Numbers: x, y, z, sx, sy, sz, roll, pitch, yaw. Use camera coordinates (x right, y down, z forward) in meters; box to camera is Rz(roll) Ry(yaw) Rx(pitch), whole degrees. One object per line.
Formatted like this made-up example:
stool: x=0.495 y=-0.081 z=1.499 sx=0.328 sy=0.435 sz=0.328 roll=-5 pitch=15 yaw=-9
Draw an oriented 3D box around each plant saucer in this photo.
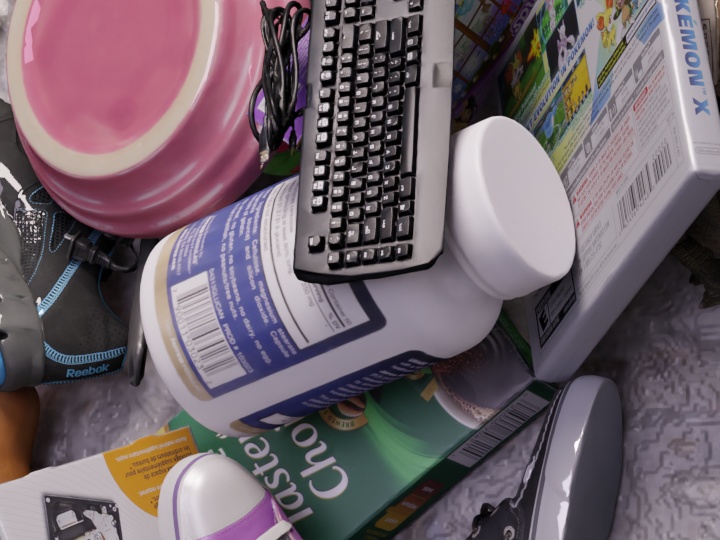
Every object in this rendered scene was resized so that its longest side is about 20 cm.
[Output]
plant saucer: x=-0.117 y=-0.119 z=1.244 sx=0.199 sy=0.051 sz=0.202 roll=-7 pitch=77 yaw=35

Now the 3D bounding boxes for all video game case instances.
video game case: x=0.114 y=-0.072 z=1.130 sx=0.022 sy=0.200 sz=0.184 roll=3 pitch=60 yaw=-16

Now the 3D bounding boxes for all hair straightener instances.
hair straightener: x=-0.123 y=-0.027 z=1.284 sx=0.076 sy=0.041 sz=0.201 roll=1 pitch=60 yaw=-10

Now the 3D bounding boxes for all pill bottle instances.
pill bottle: x=0.000 y=0.000 z=1.143 sx=0.199 sy=0.111 sz=0.112 roll=-23 pitch=68 yaw=30

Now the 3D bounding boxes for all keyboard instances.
keyboard: x=-0.009 y=-0.087 z=1.095 sx=0.103 sy=0.040 sz=0.201 roll=-11 pitch=57 yaw=23

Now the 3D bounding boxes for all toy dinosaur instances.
toy dinosaur: x=0.164 y=-0.037 z=1.130 sx=0.077 sy=0.200 sz=0.103 roll=-21 pitch=107 yaw=31

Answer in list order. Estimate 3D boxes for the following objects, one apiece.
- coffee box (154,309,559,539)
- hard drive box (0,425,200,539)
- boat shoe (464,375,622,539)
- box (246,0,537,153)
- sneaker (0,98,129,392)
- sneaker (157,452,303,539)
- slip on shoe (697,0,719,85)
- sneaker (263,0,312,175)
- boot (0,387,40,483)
coffee box: x=-0.007 y=0.078 z=1.232 sx=0.200 sy=0.044 sz=0.123 roll=-40 pitch=65 yaw=13
hard drive box: x=-0.120 y=0.194 z=1.164 sx=0.077 sy=0.155 sz=0.201 roll=-25 pitch=84 yaw=35
boat shoe: x=0.079 y=0.147 z=1.166 sx=0.066 sy=0.070 sz=0.202 roll=11 pitch=90 yaw=26
box: x=0.039 y=-0.136 z=1.210 sx=0.039 sy=0.137 sz=0.201 roll=34 pitch=94 yaw=29
sneaker: x=-0.184 y=-0.015 z=1.335 sx=0.073 sy=0.081 sz=0.201 roll=115 pitch=147 yaw=-48
sneaker: x=-0.014 y=0.169 z=1.143 sx=0.114 sy=0.073 sz=0.201 roll=-23 pitch=100 yaw=49
slip on shoe: x=0.165 y=-0.156 z=1.163 sx=0.060 sy=0.077 sz=0.200 roll=-10 pitch=31 yaw=-2
sneaker: x=-0.023 y=-0.152 z=1.279 sx=0.084 sy=0.077 sz=0.201 roll=30 pitch=88 yaw=31
boot: x=-0.167 y=0.164 z=1.283 sx=0.154 sy=0.074 sz=0.202 roll=14 pitch=83 yaw=20
